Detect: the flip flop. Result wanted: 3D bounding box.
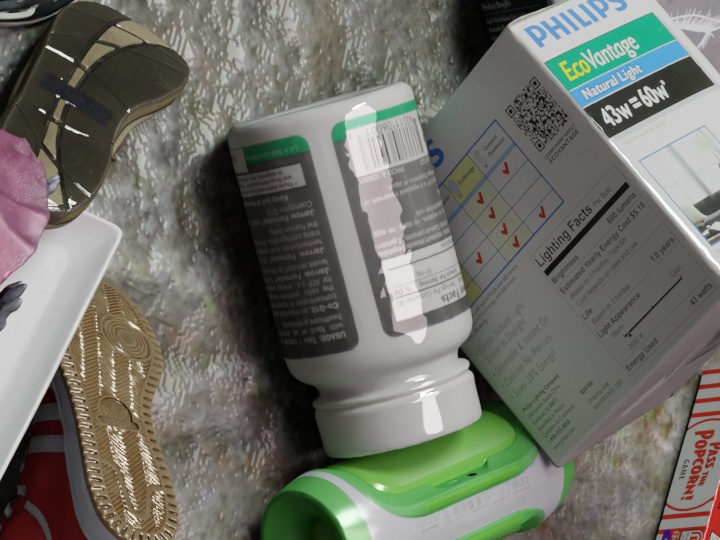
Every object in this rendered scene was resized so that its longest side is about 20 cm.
[{"bbox_3d":[-0.154,-0.079,1.514,0.081,0.058,0.200,33,39,-7],"label":"flip flop"}]

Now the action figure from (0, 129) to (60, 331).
[{"bbox_3d":[-0.242,-0.059,1.329,0.200,0.134,0.149,36,101,-26],"label":"action figure"}]

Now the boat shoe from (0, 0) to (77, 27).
[{"bbox_3d":[-0.191,-0.165,1.496,0.200,0.060,0.076,-26,102,-44],"label":"boat shoe"}]

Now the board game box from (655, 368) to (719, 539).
[{"bbox_3d":[0.289,0.180,1.920,0.200,0.046,0.152,38,59,-34],"label":"board game box"}]

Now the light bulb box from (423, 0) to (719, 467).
[{"bbox_3d":[0.137,-0.030,1.655,0.125,0.198,0.200,-27,73,-44],"label":"light bulb box"}]

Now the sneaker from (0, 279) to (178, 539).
[{"bbox_3d":[-0.155,0.100,1.490,0.071,0.113,0.200,19,37,-28],"label":"sneaker"}]

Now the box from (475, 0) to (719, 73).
[{"bbox_3d":[0.175,-0.132,1.788,0.148,0.104,0.200,-20,97,-22],"label":"box"}]

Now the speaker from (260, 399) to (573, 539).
[{"bbox_3d":[0.036,0.136,1.651,0.200,0.088,0.089,-18,96,-44],"label":"speaker"}]

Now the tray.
[{"bbox_3d":[-0.210,0.039,1.446,0.107,0.022,0.200,25,61,-2],"label":"tray"}]

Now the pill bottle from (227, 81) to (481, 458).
[{"bbox_3d":[0.000,0.000,1.619,0.113,0.113,0.200,-19,97,-44],"label":"pill bottle"}]
